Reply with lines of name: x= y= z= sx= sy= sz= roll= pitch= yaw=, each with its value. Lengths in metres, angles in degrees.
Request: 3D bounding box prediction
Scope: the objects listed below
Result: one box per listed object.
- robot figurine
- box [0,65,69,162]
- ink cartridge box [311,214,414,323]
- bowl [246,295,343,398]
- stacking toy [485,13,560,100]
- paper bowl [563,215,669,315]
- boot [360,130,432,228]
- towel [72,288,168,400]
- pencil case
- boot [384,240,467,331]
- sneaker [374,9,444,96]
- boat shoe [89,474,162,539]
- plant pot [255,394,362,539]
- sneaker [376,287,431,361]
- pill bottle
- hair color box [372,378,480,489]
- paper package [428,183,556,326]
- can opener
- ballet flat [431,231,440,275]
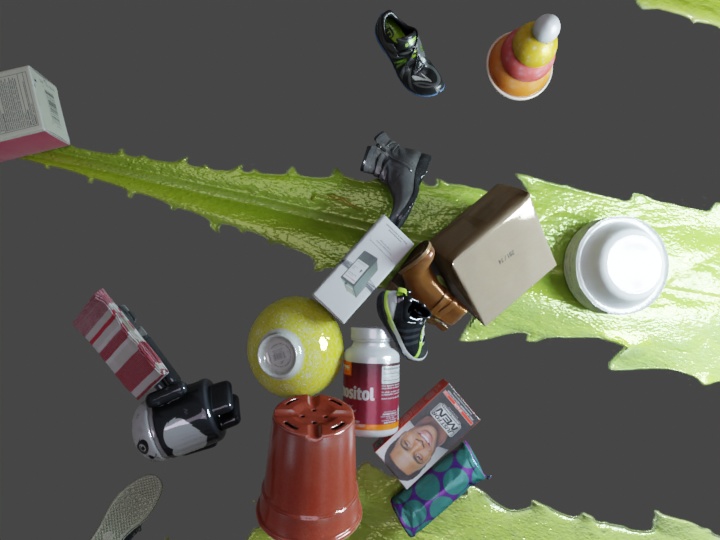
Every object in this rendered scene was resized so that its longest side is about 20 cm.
robot figurine: x=-0.331 y=0.283 z=1.054 sx=0.197 sy=0.125 sz=0.152 roll=-18 pitch=89 yaw=-5
box: x=-0.689 y=-0.290 z=1.063 sx=0.197 sy=0.109 sz=0.130 roll=-15 pitch=89 yaw=-4
ink cartridge box: x=0.000 y=0.000 z=1.078 sx=0.084 sy=0.146 sz=0.200 roll=42 pitch=86 yaw=-2
bowl: x=-0.139 y=0.153 z=1.054 sx=0.197 sy=0.108 sz=0.204 roll=0 pitch=91 yaw=15
stacking toy: x=0.340 y=-0.435 z=1.089 sx=0.144 sy=0.200 sz=0.149 roll=0 pitch=88 yaw=-4
paper bowl: x=0.529 y=-0.010 z=1.133 sx=0.197 sy=0.104 sz=0.204 roll=0 pitch=89 yaw=-5
boot: x=0.055 y=-0.179 z=1.111 sx=0.130 sy=0.070 sz=0.202 roll=23 pitch=56 yaw=-1
towel: x=-0.462 y=0.147 z=1.059 sx=0.144 sy=0.023 sz=0.201 roll=-37 pitch=93 yaw=38
pencil case: x=0.155 y=0.432 z=1.099 sx=0.199 sy=0.093 sz=0.085 roll=-37 pitch=57 yaw=-3
boot: x=0.143 y=0.034 z=1.066 sx=0.154 sy=0.200 sz=0.074 roll=37 pitch=63 yaw=4
sneaker: x=0.097 y=-0.440 z=1.133 sx=0.070 sy=0.083 sz=0.201 roll=-36 pitch=90 yaw=-4
boat shoe: x=-0.459 y=0.485 z=1.071 sx=0.074 sy=0.062 sz=0.201 roll=33 pitch=71 yaw=3
plant pot: x=-0.088 y=0.346 z=1.004 sx=0.197 sy=0.201 sz=0.198 roll=3 pitch=105 yaw=-3
sneaker: x=0.102 y=0.107 z=1.065 sx=0.082 sy=0.201 sz=0.072 roll=-15 pitch=45 yaw=24
pill bottle: x=0.020 y=0.212 z=1.086 sx=0.111 sy=0.113 sz=0.204 roll=1 pitch=87 yaw=-4
hair color box: x=0.130 y=0.325 z=1.114 sx=0.200 sy=0.061 sz=0.102 roll=-42 pitch=92 yaw=-4
paper package: x=0.257 y=-0.030 z=1.080 sx=0.199 sy=0.103 sz=0.191 roll=-39 pitch=123 yaw=-6
can opener: x=-0.432 y=0.154 z=1.081 sx=0.053 sy=0.067 sz=0.201 roll=-38 pitch=87 yaw=-4
ballet flat: x=0.198 y=-0.067 z=1.133 sx=0.200 sy=0.064 sz=0.067 roll=-44 pitch=88 yaw=-4
